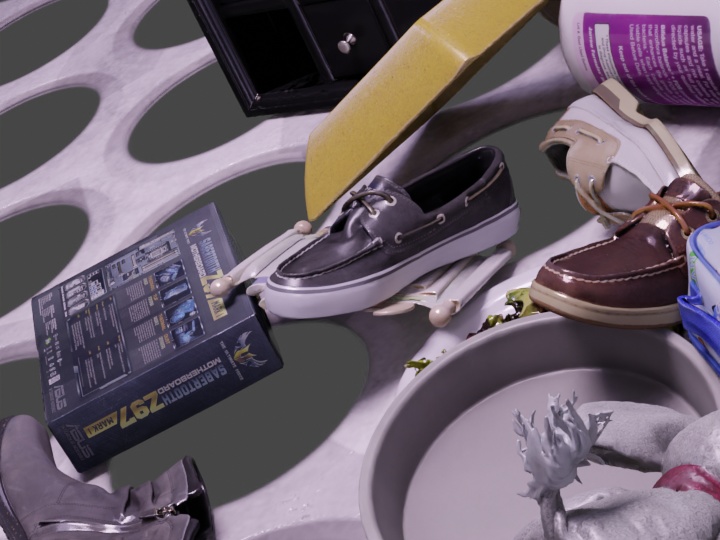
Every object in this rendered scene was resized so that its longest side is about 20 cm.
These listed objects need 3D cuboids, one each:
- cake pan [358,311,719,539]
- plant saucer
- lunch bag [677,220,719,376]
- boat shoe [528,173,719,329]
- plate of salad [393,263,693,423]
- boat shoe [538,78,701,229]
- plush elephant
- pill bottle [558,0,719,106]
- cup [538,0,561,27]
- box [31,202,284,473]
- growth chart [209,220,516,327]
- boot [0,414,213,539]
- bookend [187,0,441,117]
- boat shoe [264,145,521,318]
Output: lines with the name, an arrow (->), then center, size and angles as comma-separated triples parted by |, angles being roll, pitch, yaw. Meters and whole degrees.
cake pan -> 0.098, 0.105, 1.004 | 0.199, 0.037, 0.201 | -14, 42, 12
plant saucer -> 0.049, -0.142, 1.352 | 0.200, 0.048, 0.200 | -44, 0, 42
lunch bag -> 0.248, 0.030, 0.955 | 0.159, 0.076, 0.200 | -12, 26, -8
boat shoe -> 0.172, -0.019, 1.055 | 0.199, 0.073, 0.072 | -10, 23, -35
plate of salad -> 0.105, 0.044, 1.126 | 0.199, 0.048, 0.201 | -22, 28, 13
boat shoe -> 0.169, -0.058, 1.218 | 0.068, 0.075, 0.200 | -34, 21, 3
plush elephant -> 0.145, 0.127, 0.850 | 0.154, 0.202, 0.164 | -18, 20, -28
pill bottle -> 0.237, -0.164, 1.279 | 0.199, 0.113, 0.112 | 9, 46, 48
cup -> 0.178, -0.262, 1.442 | 0.199, 0.200, 0.144 | -12, 58, 28
box -> -0.146, 0.042, 1.350 | 0.157, 0.051, 0.200 | -29, 28, 0
growth chart -> 0.000, 0.000, 1.260 | 0.199, 0.018, 0.145 | 5, 24, 34
boot -> -0.155, 0.145, 1.185 | 0.131, 0.070, 0.201 | -25, 41, 3
bookend -> -0.038, -0.237, 1.551 | 0.199, 0.200, 0.092 | -2, 35, 38
boat shoe -> 0.021, -0.030, 1.212 | 0.199, 0.067, 0.070 | -21, 24, -30
